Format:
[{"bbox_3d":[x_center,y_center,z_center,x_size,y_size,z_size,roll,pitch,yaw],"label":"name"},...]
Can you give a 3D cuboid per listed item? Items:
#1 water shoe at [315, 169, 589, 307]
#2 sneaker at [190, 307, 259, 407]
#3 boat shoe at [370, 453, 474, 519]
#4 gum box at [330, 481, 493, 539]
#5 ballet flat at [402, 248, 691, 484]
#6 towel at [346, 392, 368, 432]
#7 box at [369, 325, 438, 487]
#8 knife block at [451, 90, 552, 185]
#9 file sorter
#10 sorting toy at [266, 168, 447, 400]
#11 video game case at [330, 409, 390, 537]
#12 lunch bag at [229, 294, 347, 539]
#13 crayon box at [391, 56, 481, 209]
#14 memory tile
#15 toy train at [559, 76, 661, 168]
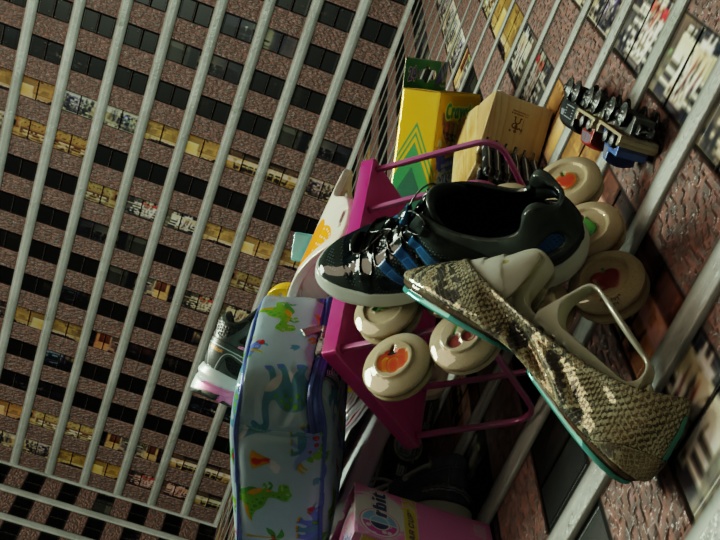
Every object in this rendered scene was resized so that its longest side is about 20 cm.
[{"bbox_3d":[0.050,-0.029,0.651,0.079,0.199,0.072,57,-142,-40],"label":"water shoe"},{"bbox_3d":[-0.067,0.073,0.923,0.199,0.080,0.087,-5,-67,-58],"label":"sneaker"},{"bbox_3d":[0.040,0.213,0.866,0.200,0.074,0.062,122,163,-57],"label":"boat shoe"},{"bbox_3d":[0.014,0.276,0.750,0.066,0.113,0.201,-92,21,-70],"label":"gum box"},{"bbox_3d":[0.109,0.035,0.567,0.200,0.068,0.076,42,105,38],"label":"ballet flat"},{"bbox_3d":[-0.010,0.149,1.029,0.147,0.030,0.200,-62,-2,14],"label":"towel"},{"bbox_3d":[0.039,0.173,1.087,0.160,0.044,0.201,126,161,-68],"label":"box"},{"bbox_3d":[0.126,-0.081,0.986,0.200,0.064,0.177,164,125,-81],"label":"knife block"},{"bbox_3d":[0.071,0.014,0.784,0.125,0.139,0.201,-13,46,27],"label":"file sorter"},{"bbox_3d":[0.000,0.000,0.922,0.106,0.201,0.181,-17,36,22],"label":"sorting toy"},{"bbox_3d":[0.000,0.181,0.974,0.201,0.022,0.182,-64,2,-37],"label":"video game case"},{"bbox_3d":[-0.054,0.129,0.803,0.161,0.082,0.201,-82,-5,-63],"label":"lunch bag"},{"bbox_3d":[0.085,-0.135,1.114,0.126,0.051,0.202,-17,-64,-62],"label":"crayon box"},{"bbox_3d":[0.085,0.001,0.673,0.017,0.199,0.154,55,-161,-41],"label":"memory tile"},{"bbox_3d":[0.186,-0.114,0.752,0.200,0.034,0.046,-95,21,-73],"label":"toy train"}]
